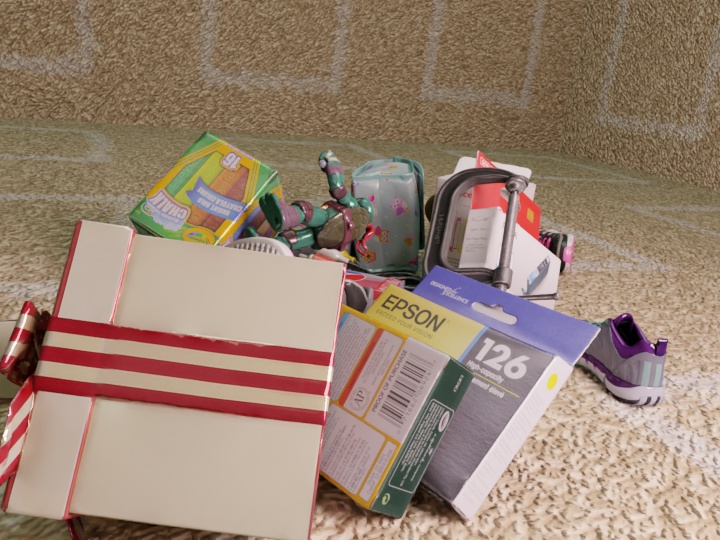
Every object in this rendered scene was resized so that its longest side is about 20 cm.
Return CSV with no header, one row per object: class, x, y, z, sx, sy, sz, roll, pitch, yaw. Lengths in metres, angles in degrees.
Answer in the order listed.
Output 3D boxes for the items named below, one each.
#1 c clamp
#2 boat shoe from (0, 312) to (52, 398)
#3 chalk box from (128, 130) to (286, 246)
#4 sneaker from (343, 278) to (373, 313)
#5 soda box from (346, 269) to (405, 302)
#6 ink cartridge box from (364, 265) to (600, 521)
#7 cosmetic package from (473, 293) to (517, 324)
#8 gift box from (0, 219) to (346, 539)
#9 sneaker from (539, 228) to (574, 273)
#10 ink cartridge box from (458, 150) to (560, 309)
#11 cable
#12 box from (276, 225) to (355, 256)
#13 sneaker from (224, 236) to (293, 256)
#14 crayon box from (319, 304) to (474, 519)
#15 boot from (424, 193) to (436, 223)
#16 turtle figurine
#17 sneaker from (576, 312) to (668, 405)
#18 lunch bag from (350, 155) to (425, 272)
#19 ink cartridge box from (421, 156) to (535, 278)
c clamp,0.155,-0.043,0.801,0.170,0.201,0.027,-9,-31,32
boat shoe,-0.295,0.073,0.646,0.199,0.072,0.062,-4,14,-36
chalk box,-0.203,-0.052,0.872,0.124,0.124,0.200,29,68,15
sneaker,-0.065,0.048,0.733,0.199,0.116,0.075,-8,22,-40
soda box,-0.048,0.034,0.863,0.199,0.070,0.063,11,15,17
ink cartridge box,0.072,0.083,0.603,0.197,0.047,0.200,23,67,44
cosmetic package,0.112,0.079,0.764,0.112,0.082,0.200,13,19,20
gift box,-0.114,0.089,0.430,0.186,0.201,0.185,9,-23,-2
sneaker,0.336,-0.043,1.257,0.087,0.074,0.200,7,12,-1
ink cartridge box,0.210,-0.043,0.913,0.045,0.177,0.200,-2,-20,40
cable,0.000,0.000,1.023,0.199,0.051,0.097,12,21,19
box,-0.081,-0.057,1.196,0.155,0.041,0.200,9,16,8
sneaker,-0.124,0.016,0.779,0.200,0.076,0.104,-26,-15,37
crayon box,-0.019,0.097,0.569,0.200,0.126,0.052,23,-9,41
boot,0.190,-0.078,1.228,0.200,0.072,0.155,34,11,-12
turtle figurine,-0.045,-0.072,0.862,0.101,0.150,0.200,36,38,30
sneaker,0.298,0.080,0.816,0.074,0.088,0.200,0,19,-21
lunch bag,0.050,-0.102,1.162,0.121,0.171,0.200,-2,16,7
ink cartridge box,0.186,-0.069,1.062,0.128,0.201,0.125,14,19,24
